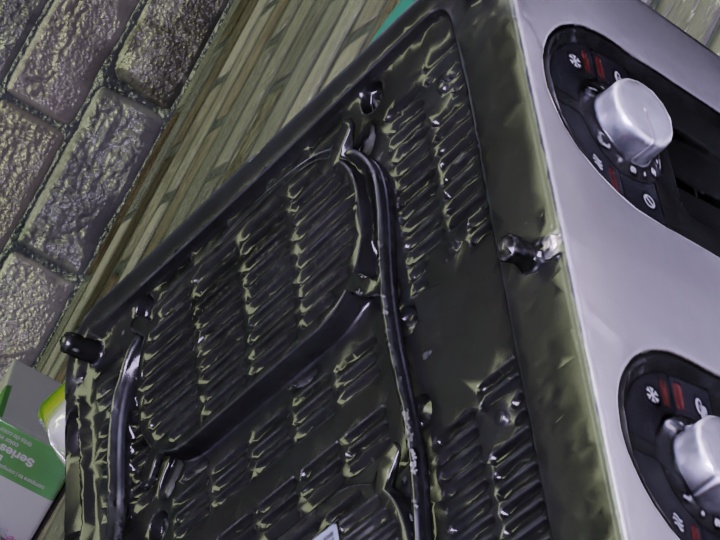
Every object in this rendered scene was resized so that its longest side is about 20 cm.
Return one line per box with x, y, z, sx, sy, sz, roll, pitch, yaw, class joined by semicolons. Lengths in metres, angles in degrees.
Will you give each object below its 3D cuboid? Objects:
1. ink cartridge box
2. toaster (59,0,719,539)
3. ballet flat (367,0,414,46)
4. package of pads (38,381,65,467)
-0.324;0.201;1.972;0.201;0.084;0.145;-59;11;14;ink cartridge box
0.019;0.060;0.482;0.200;0.118;0.182;-41;41;34;toaster
0.054;-0.131;1.140;0.201;0.070;0.071;-60;10;26;ballet flat
-0.072;0.036;1.142;0.200;0.068;0.154;-42;7;-6;package of pads
